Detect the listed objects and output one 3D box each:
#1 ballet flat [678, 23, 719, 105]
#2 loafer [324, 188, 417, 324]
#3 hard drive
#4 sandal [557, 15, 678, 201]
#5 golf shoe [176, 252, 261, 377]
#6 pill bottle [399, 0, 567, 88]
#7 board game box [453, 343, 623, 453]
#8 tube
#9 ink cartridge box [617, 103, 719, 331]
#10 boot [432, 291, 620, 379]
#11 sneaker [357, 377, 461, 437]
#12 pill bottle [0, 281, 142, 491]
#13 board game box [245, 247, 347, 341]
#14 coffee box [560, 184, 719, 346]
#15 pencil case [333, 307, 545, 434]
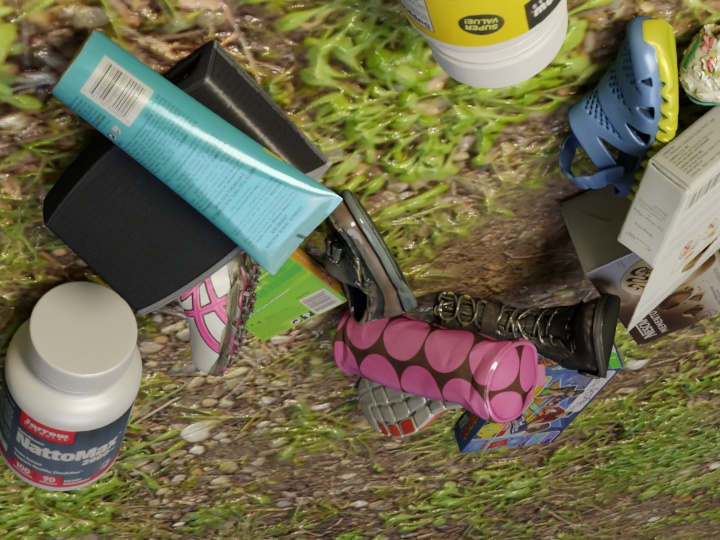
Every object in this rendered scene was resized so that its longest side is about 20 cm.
[{"bbox_3d":[0.342,-0.171,1.018,0.197,0.076,0.065,-11,133,-15],"label":"ballet flat"},{"bbox_3d":[0.000,0.000,1.138,0.062,0.072,0.200,-30,152,2],"label":"loafer"},{"bbox_3d":[-0.132,-0.056,0.945,0.199,0.042,0.135,-36,108,28],"label":"hard drive"},{"bbox_3d":[0.204,-0.120,1.036,0.086,0.080,0.201,4,145,6],"label":"sandal"},{"bbox_3d":[-0.124,-0.007,1.040,0.091,0.073,0.202,11,122,5],"label":"golf shoe"},{"bbox_3d":[0.068,-0.204,0.781,0.113,0.116,0.200,-18,151,6],"label":"pill bottle"},{"bbox_3d":[0.206,0.152,1.543,0.133,0.035,0.201,-3,149,-22],"label":"board game box"},{"bbox_3d":[-0.112,-0.079,0.877,0.199,0.051,0.077,38,118,-16],"label":"tube"},{"bbox_3d":[0.285,-0.064,1.081,0.199,0.043,0.175,-36,154,-31],"label":"ink cartridge box"},{"bbox_3d":[0.152,0.054,1.243,0.172,0.070,0.200,13,166,8],"label":"boot"},{"bbox_3d":[0.081,0.124,1.382,0.081,0.078,0.199,-14,177,-44],"label":"sneaker"},{"bbox_3d":[-0.255,0.101,1.151,0.118,0.121,0.201,-3,148,-21],"label":"pill bottle"},{"bbox_3d":[-0.098,0.003,1.151,0.095,0.030,0.200,-26,151,17],"label":"board game box"},{"bbox_3d":[0.278,-0.014,1.244,0.112,0.081,0.200,-24,149,15],"label":"coffee box"},{"bbox_3d":[0.072,0.083,1.224,0.093,0.198,0.092,-17,116,-45],"label":"pencil case"}]
